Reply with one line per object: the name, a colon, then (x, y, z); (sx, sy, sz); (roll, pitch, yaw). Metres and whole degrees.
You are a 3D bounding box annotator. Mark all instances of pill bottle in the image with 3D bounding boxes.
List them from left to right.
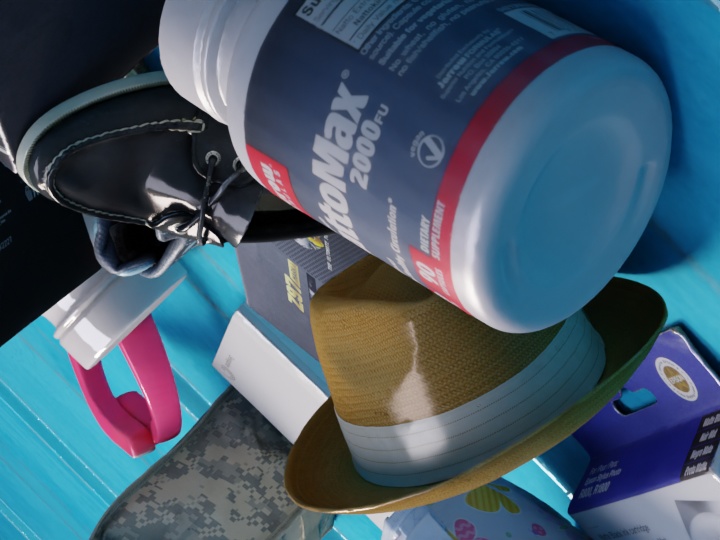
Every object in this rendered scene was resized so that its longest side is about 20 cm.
pill bottle: (-0.210, -0.039, 1.461); (0.200, 0.120, 0.120); (46, 161, -1)
pill bottle: (0.016, -0.069, 0.943); (0.200, 0.120, 0.120); (32, 156, 35)

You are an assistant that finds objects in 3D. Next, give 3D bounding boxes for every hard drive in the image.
hard drive: (-0.010, 0.106, 1.485); (0.200, 0.027, 0.132); (44, 160, 5)

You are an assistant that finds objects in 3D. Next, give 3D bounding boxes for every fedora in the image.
fedora: (0.035, 0.027, 1.009); (0.201, 0.200, 0.082); (4, 126, 62)

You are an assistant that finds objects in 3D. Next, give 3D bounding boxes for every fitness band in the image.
fitness band: (-0.172, 0.050, 1.603); (0.200, 0.037, 0.144); (-157, 51, -67)

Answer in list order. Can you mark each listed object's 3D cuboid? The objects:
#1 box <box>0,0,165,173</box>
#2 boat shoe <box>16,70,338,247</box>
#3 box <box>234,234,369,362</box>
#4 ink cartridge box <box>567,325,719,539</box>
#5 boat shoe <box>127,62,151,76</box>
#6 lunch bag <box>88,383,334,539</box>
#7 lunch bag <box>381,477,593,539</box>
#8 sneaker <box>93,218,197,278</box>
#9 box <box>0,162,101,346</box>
box: (-0.193, -0.182, 0.996); (0.196, 0.124, 0.200); (33, 157, 23)
boat shoe: (-0.055, -0.041, 1.044); (0.075, 0.199, 0.066); (-59, 46, 32)
box: (0.000, 0.000, 1.215); (0.158, 0.051, 0.200); (38, 159, 22)
ink cartridge box: (0.174, 0.128, 1.132); (0.200, 0.041, 0.200); (46, 161, -1)
boat shoe: (-0.196, -0.115, 1.344); (0.200, 0.076, 0.072); (23, 151, 47)
lunch bag: (-0.112, 0.193, 1.605); (0.118, 0.200, 0.164); (41, 159, 13)
lunch bag: (0.098, 0.205, 1.223); (0.170, 0.127, 0.200); (44, -179, 30)
sneaker: (-0.123, -0.039, 1.318); (0.079, 0.096, 0.200); (46, 161, -1)
box: (-0.277, -0.033, 1.302); (0.200, 0.149, 0.124); (16, 133, 40)
